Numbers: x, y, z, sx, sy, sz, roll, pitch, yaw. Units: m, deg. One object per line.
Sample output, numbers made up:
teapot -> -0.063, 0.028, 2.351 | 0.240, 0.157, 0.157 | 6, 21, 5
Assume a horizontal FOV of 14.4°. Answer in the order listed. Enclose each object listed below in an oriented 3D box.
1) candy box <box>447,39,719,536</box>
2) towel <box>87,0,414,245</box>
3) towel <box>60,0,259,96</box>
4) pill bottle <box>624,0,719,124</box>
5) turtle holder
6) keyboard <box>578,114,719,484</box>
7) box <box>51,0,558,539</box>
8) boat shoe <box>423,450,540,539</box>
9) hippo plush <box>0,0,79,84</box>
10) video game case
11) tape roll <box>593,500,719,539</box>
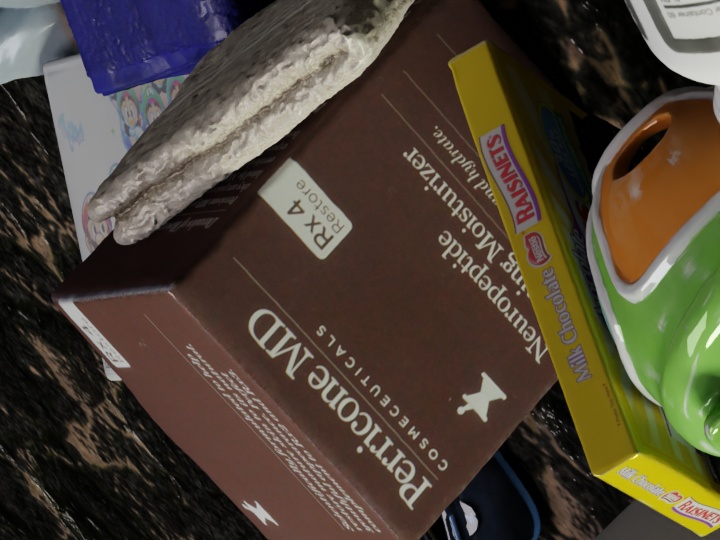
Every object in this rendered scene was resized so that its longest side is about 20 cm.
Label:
candy box -> 0.096, 0.007, 1.175 | 0.102, 0.026, 0.201 | 27, -142, -53
towel -> -0.033, -0.090, 1.249 | 0.034, 0.133, 0.200 | 44, 136, -13
towel -> -0.116, -0.191, 1.398 | 0.147, 0.049, 0.201 | -8, 105, 55
pill bottle -> 0.131, -0.136, 0.968 | 0.116, 0.116, 0.200 | 15, 141, 55
turtle holder -> 0.170, -0.004, 1.120 | 0.132, 0.185, 0.141 | 51, 129, 35
keyboard -> 0.156, 0.024, 1.207 | 0.104, 0.040, 0.201 | 30, -143, -57
box -> 0.000, 0.000, 1.314 | 0.166, 0.200, 0.164 | 48, 160, -15
boat shoe -> 0.023, 0.089, 1.613 | 0.200, 0.069, 0.084 | 51, 159, 3
hippo plush -> -0.238, -0.179, 1.633 | 0.201, 0.158, 0.161 | 99, 159, -45
video game case -> -0.102, -0.033, 1.521 | 0.200, 0.024, 0.183 | -5, 97, 59
tape roll -> 0.167, 0.235, 1.485 | 0.203, 0.139, 0.203 | 40, 157, 20
